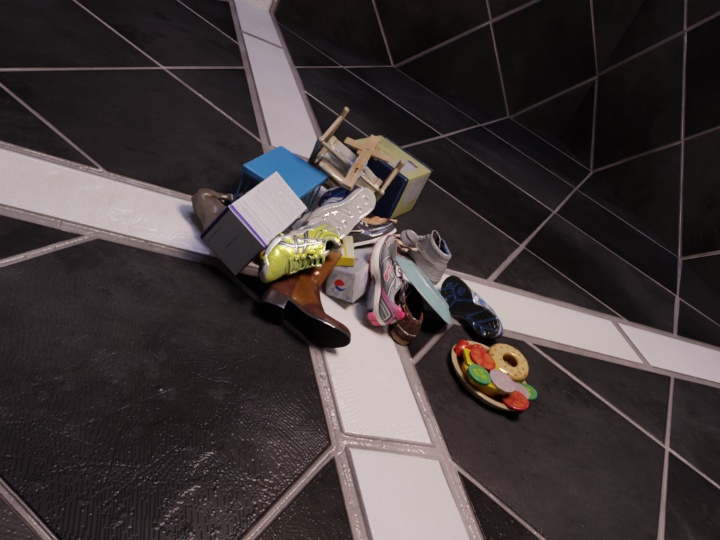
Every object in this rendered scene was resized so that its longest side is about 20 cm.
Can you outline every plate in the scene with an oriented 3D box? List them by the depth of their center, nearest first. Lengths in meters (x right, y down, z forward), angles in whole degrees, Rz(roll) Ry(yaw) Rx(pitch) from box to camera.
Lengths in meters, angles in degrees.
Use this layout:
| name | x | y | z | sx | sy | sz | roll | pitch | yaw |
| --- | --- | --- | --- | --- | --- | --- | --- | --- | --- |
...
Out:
| name | x | y | z | sx | sy | sz | roll | pitch | yaw |
| --- | --- | --- | --- | --- | --- | --- | --- | --- | --- |
| plate | 0.146 | 0.037 | 1.437 | 0.201 | 0.025 | 0.200 | 49 | 9 | -10 |

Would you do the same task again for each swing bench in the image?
| name | x | y | z | sx | sy | sz | roll | pitch | yaw |
| --- | --- | --- | --- | --- | --- | --- | --- | --- | --- |
| swing bench | -0.029 | -0.241 | 1.562 | 0.198 | 0.200 | 0.131 | 40 | 58 | -4 |

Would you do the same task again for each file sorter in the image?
| name | x | y | z | sx | sy | sz | roll | pitch | yaw |
| --- | --- | --- | --- | --- | --- | --- | --- | --- | --- |
| file sorter | -0.184 | -0.174 | 1.455 | 0.137 | 0.124 | 0.200 | 31 | 28 | 4 |

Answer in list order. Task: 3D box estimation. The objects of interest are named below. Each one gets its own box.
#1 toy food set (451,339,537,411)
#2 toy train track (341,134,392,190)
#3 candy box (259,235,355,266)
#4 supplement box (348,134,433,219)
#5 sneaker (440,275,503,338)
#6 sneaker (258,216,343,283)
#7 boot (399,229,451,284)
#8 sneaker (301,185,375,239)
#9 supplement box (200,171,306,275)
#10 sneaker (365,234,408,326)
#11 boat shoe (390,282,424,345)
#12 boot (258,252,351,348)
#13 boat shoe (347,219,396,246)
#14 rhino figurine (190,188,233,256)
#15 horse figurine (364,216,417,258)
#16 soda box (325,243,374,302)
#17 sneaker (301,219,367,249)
| name | x | y | z | sx | sy | sz | roll | pitch | yaw |
| --- | --- | --- | --- | --- | --- | --- | --- | --- | --- |
| toy food set | 0.279 | 0.215 | 1.343 | 0.196 | 0.049 | 0.200 | 21 | 30 | -17 |
| toy train track | 0.000 | -0.233 | 1.423 | 0.112 | 0.033 | 0.202 | 24 | 45 | 3 |
| candy box | -0.111 | -0.045 | 1.345 | 0.194 | 0.027 | 0.103 | 3 | 26 | -5 |
| supplement box | 0.067 | -0.267 | 1.825 | 0.199 | 0.136 | 0.199 | 38 | 29 | 15 |
| sneaker | 0.261 | 0.092 | 1.518 | 0.077 | 0.076 | 0.201 | 29 | 19 | -53 |
| sneaker | -0.109 | -0.035 | 1.198 | 0.076 | 0.077 | 0.199 | 33 | 48 | 22 |
| boot | 0.170 | -0.064 | 1.638 | 0.072 | 0.097 | 0.202 | 8 | 35 | -34 |
| sneaker | -0.072 | -0.118 | 1.394 | 0.198 | 0.082 | 0.145 | -36 | 23 | -24 |
| supplement box | -0.202 | -0.096 | 1.249 | 0.104 | 0.101 | 0.201 | 47 | 33 | -8 |
| sneaker | 0.063 | 0.020 | 1.342 | 0.081 | 0.073 | 0.205 | 43 | 45 | -53 |
| boat shoe | 0.109 | 0.078 | 1.382 | 0.069 | 0.071 | 0.201 | 25 | 27 | -10 |
| boot | -0.077 | 0.039 | 1.234 | 0.184 | 0.070 | 0.202 | 19 | 44 | 7 |
| boat shoe | -0.014 | -0.084 | 1.442 | 0.195 | 0.062 | 0.074 | -17 | 9 | -12 |
| rhino figurine | -0.282 | -0.092 | 1.298 | 0.086 | 0.060 | 0.202 | 3 | 45 | -43 |
| horse figurine | 0.064 | -0.086 | 1.623 | 0.130 | 0.051 | 0.202 | 11 | 34 | -33 |
| soda box | 0.000 | 0.000 | 1.391 | 0.067 | 0.065 | 0.199 | 15 | 23 | 22 |
| sneaker | -0.042 | -0.080 | 1.492 | 0.196 | 0.075 | 0.083 | 3 | 41 | -33 |
